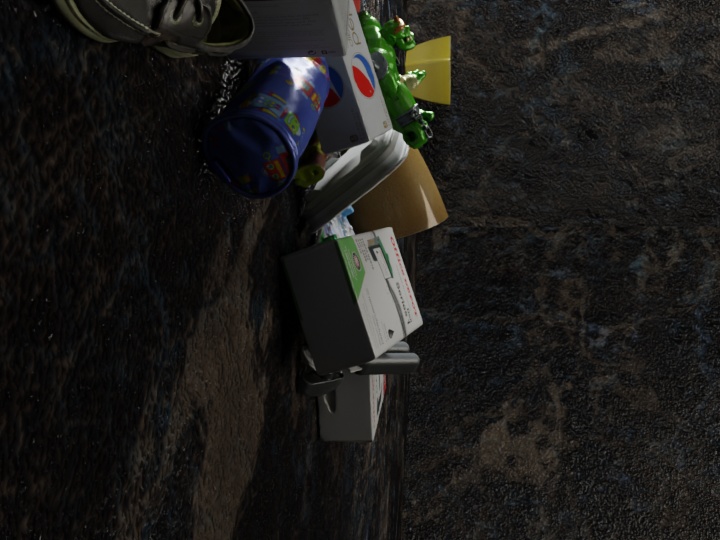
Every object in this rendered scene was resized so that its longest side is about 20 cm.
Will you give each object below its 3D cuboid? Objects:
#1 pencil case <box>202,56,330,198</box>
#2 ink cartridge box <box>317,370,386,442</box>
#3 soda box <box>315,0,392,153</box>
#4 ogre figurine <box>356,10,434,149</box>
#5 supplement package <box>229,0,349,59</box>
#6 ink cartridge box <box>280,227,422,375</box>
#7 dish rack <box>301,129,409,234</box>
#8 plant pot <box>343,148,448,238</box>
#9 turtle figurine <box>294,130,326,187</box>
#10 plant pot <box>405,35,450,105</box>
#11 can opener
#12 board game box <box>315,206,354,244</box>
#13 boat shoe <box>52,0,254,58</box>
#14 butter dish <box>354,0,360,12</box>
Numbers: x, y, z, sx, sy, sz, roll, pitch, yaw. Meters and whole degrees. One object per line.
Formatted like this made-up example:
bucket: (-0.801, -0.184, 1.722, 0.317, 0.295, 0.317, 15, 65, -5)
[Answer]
pencil case: (-0.079, -0.139, 0.658, 0.078, 0.086, 0.201, 53, 25, -23)
ink cartridge box: (-0.011, 0.160, 1.166, 0.200, 0.083, 0.146, -60, 149, -73)
soda box: (-0.033, -0.236, 0.808, 0.068, 0.063, 0.202, -41, 115, -56)
ogre figurine: (0.031, -0.243, 0.912, 0.120, 0.097, 0.202, 50, 37, -41)
supplement package: (-0.074, -0.269, 0.576, 0.200, 0.108, 0.115, 68, 24, -72)
ink cartridge box: (-0.004, 0.030, 0.931, 0.200, 0.084, 0.148, -22, 94, -67)
dish rack: (-0.008, -0.141, 1.005, 0.044, 0.171, 0.200, 48, 22, -14)
plant pot: (0.042, -0.169, 1.317, 0.187, 0.184, 0.202, -64, 138, -73)
turtle figurine: (-0.056, -0.177, 0.885, 0.201, 0.064, 0.162, 82, 11, -46)
plant pot: (0.266, -0.783, 2.906, 0.201, 0.174, 0.201, -80, 168, -47)
can opener: (-0.005, 0.127, 1.013, 0.053, 0.198, 0.067, 49, -56, 38)
board game box: (0.000, 0.000, 1.136, 0.201, 0.026, 0.200, 62, 16, -21)
boat shoe: (-0.114, -0.167, 0.439, 0.201, 0.065, 0.073, -42, 133, -80)
butter dish: (0.007, -0.463, 0.939, 0.199, 0.146, 0.203, 26, 64, -62)
